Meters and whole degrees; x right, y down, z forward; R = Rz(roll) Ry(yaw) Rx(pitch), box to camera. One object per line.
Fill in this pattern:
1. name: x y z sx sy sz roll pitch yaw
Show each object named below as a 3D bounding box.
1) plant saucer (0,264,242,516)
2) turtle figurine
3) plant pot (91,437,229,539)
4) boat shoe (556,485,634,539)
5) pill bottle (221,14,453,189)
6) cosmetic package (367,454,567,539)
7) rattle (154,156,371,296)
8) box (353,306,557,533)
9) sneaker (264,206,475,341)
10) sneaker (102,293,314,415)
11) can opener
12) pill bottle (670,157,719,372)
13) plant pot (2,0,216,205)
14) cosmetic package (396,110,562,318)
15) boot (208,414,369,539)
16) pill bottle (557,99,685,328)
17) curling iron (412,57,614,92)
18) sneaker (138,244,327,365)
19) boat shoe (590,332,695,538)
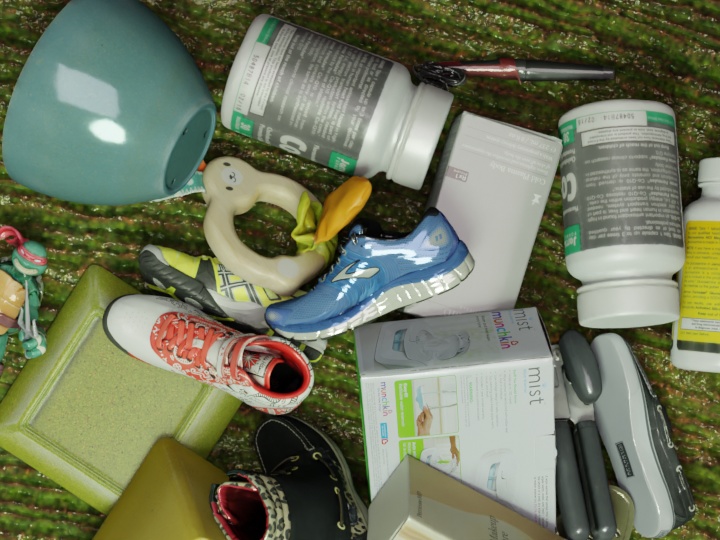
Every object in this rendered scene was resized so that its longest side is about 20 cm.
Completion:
1. plant saucer: -0.232 0.129 1.443 0.199 0.048 0.201 33 88 -1
2. turtle figurine: -0.346 0.037 1.418 0.149 0.101 0.201 36 104 14
3. plant pot: -0.142 0.302 1.355 0.199 0.176 0.201 34 89 -16
4. boat shoe: 0.194 0.295 1.442 0.074 0.068 0.201 32 80 6
5. pill bottle: -0.021 -0.155 1.412 0.199 0.113 0.114 20 88 2
6. cosmetic package: 0.107 0.257 1.327 0.199 0.105 0.071 29 113 -14
7. rattle: -0.103 -0.081 1.400 0.200 0.143 0.130 44 68 8
8. box: 0.089 0.149 1.386 0.175 0.097 0.201 -7 119 -2
9. sneaker: 0.000 0.000 1.364 0.199 0.079 0.090 -24 96 12
10. sneaker: -0.135 0.069 1.374 0.200 0.108 0.068 28 73 -10
11. can opener: 0.205 0.154 1.419 0.053 0.067 0.201 -1 61 -11
12. pill bottle: 0.358 -0.003 1.430 0.111 0.112 0.202 5 89 -1
13. plant pot: -0.210 -0.139 1.362 0.134 0.200 0.201 28 88 11
14. cosmetic package: 0.111 -0.039 1.438 0.106 0.090 0.201 15 86 -5
15. boot: -0.076 0.191 1.356 0.074 0.153 0.204 -51 47 15
16. pill bottle: 0.247 -0.051 1.416 0.112 0.113 0.202 -2 80 -2
17. curling iron: 0.150 -0.188 1.469 0.198 0.026 0.050 -2 52 -5
18. sneaker: -0.118 0.021 1.447 0.199 0.075 0.077 26 68 -3
19. boat shoe: 0.272 0.156 1.453 0.056 0.069 0.202 -12 86 -28
